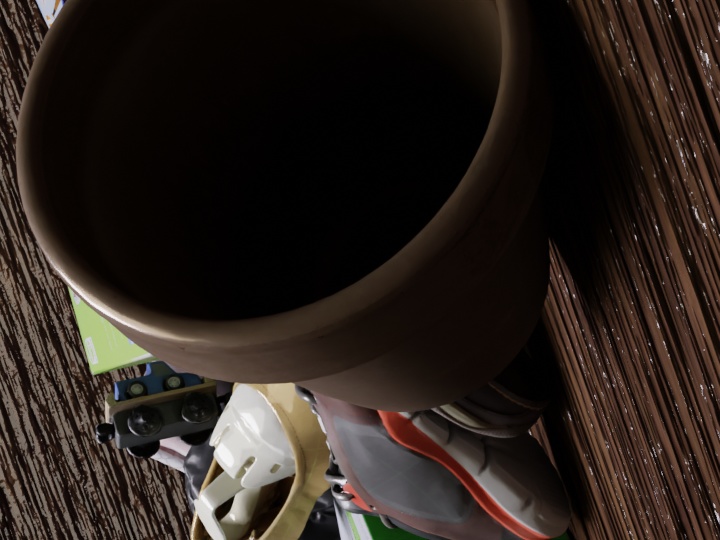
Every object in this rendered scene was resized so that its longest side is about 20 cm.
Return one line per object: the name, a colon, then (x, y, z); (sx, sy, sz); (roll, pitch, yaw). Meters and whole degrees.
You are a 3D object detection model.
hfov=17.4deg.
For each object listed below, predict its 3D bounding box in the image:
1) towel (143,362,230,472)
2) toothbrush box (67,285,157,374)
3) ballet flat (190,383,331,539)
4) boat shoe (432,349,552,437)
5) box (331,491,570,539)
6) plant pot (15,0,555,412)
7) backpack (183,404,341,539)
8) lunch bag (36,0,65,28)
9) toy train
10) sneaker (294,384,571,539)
towel: (-0.068, 0.120, 1.626); (0.191, 0.032, 0.200); (30, -163, -6)
toothbrush box: (-0.058, -0.011, 1.194); (0.200, 0.145, 0.086); (-23, 83, 68)
ballet flat: (-0.048, 0.097, 1.171); (0.069, 0.063, 0.200); (49, 152, 21)
boat shoe: (0.019, -0.013, 1.038); (0.200, 0.073, 0.075); (47, -157, -2)
box: (0.057, 0.178, 1.211); (0.177, 0.096, 0.200); (80, 167, -54)
plant pot: (-0.003, -0.030, 0.897); (0.175, 0.200, 0.201); (48, -166, -55)
backpack: (-0.016, 0.118, 1.444); (0.200, 0.166, 0.127); (43, -146, -77)
lunch bag: (-0.233, -0.256, 2.080); (0.200, 0.123, 0.170); (92, 157, -51)
toy train: (-0.044, 0.055, 1.232); (0.034, 0.199, 0.046); (102, 151, -57)
sneaker: (0.004, 0.076, 1.074); (0.200, 0.082, 0.077); (42, -157, -16)
